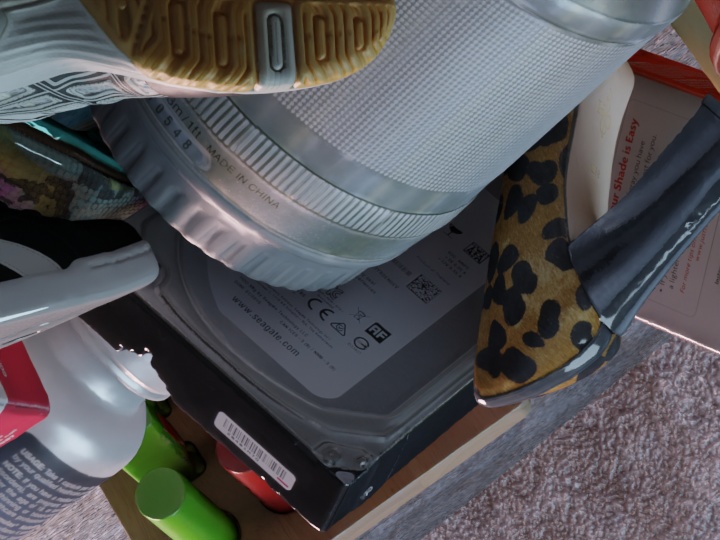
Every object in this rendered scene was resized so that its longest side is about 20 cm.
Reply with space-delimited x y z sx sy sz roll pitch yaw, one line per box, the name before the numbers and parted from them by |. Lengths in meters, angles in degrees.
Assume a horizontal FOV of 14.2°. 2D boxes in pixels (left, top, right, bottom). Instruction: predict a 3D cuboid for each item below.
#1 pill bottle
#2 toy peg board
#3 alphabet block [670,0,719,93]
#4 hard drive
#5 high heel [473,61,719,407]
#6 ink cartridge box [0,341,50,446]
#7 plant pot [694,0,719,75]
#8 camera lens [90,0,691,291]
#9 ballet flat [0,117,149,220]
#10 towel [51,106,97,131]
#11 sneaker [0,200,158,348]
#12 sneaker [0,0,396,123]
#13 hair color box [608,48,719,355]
pill bottle | -0.165 0.058 1.294 0.199 0.120 0.120 -34 170 15
toy peg board | -0.058 0.033 1.386 0.199 0.200 0.098 -35 155 2
alphabet block | 0.197 -0.193 1.128 0.196 0.201 0.195 -40 168 28
hard drive | 0.000 0.000 1.136 0.200 0.140 0.038 -35 160 -42
high heel | 0.053 -0.039 1.133 0.143 0.200 0.071 -48 131 0
ink cartridge box | -0.231 0.051 1.116 0.147 0.086 0.200 -31 163 12
plant pot | 0.141 -0.201 0.936 0.200 0.196 0.201 -33 169 -7
camera lens | 0.012 -0.107 1.044 0.200 0.160 0.160 -42 167 33
ballet flat | -0.113 -0.028 1.127 0.071 0.069 0.200 -63 159 8
towel | -0.164 -0.040 1.177 0.199 0.022 0.147 -26 165 -32
sneaker | -0.161 -0.023 0.996 0.199 0.113 0.073 -16 175 -43
sneaker | -0.090 -0.088 0.954 0.198 0.076 0.088 0 170 -7
hair color box | 0.116 -0.039 1.221 0.061 0.199 0.102 -3 111 -47
